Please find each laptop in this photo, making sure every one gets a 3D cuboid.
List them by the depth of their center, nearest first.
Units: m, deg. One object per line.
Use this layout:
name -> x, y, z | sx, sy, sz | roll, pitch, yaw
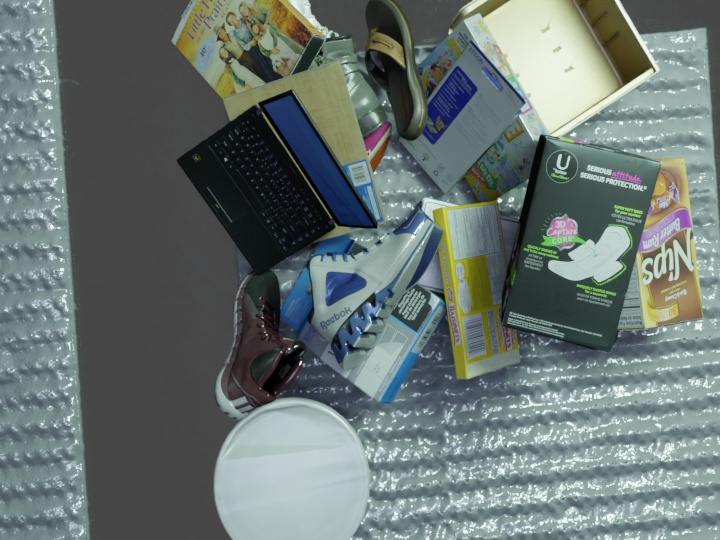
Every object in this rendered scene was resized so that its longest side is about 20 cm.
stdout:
laptop -> -0.100, -0.091, 0.897 | 0.197, 0.104, 0.179 | -29, 109, 17

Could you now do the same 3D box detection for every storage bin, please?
storage bin -> 0.241, -0.282, 1.009 | 0.196, 0.094, 0.203 | -32, 91, -2

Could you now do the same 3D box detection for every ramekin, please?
ramekin -> -0.085, 0.261, 0.992 | 0.196, 0.094, 0.209 | 0, 90, -2

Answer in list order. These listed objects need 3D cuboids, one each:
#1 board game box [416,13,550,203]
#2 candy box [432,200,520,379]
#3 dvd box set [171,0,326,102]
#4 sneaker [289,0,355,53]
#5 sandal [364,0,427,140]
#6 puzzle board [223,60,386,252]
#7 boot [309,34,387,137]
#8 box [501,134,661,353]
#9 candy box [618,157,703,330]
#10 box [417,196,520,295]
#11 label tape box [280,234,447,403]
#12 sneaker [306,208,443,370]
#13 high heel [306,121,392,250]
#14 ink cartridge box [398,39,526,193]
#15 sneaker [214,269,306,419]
board game box -> 0.154, -0.198, 0.987 | 0.034, 0.134, 0.203 | -30, 89, -34
candy box -> 0.143, 0.021, 0.951 | 0.100, 0.026, 0.206 | -9, 91, -41
dvd box set -> -0.144, -0.286, 0.963 | 0.201, 0.029, 0.147 | 48, 117, 22
sneaker -> -0.065, -0.317, 1.017 | 0.112, 0.076, 0.207 | -7, 98, -9
sandal -> 0.034, -0.260, 0.989 | 0.053, 0.082, 0.206 | -6, 76, -23
puzzle board -> -0.064, -0.133, 0.941 | 0.147, 0.018, 0.204 | -14, 113, 11
boot -> -0.073, -0.201, 0.984 | 0.197, 0.068, 0.132 | -32, 106, 3
box -> 0.235, -0.038, 0.862 | 0.121, 0.149, 0.206 | 14, 103, 8
candy box -> 0.358, -0.034, 0.961 | 0.114, 0.056, 0.206 | -5, 89, -31
box -> 0.161, -0.017, 1.020 | 0.194, 0.060, 0.120 | 11, 90, -2
label tape box -> -0.010, 0.048, 0.973 | 0.198, 0.063, 0.146 | 34, 93, 20
sneaker -> 0.000, 0.001, 0.901 | 0.114, 0.080, 0.201 | 37, 94, 18
high heel -> -0.044, -0.132, 1.015 | 0.095, 0.068, 0.201 | 37, 83, 12
ink cartridge box -> 0.128, -0.189, 0.956 | 0.039, 0.200, 0.100 | -37, 84, -34
sneaker -> -0.104, 0.080, 0.953 | 0.075, 0.114, 0.205 | 35, 51, -38
